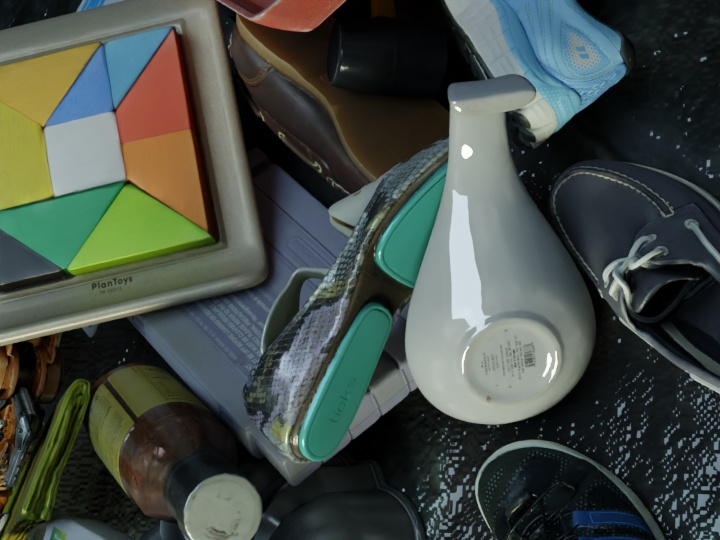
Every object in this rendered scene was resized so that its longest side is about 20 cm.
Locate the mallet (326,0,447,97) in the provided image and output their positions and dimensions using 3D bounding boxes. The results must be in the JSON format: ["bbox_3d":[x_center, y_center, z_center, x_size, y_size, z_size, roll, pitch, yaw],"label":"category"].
[{"bbox_3d":[0.021,-0.179,0.964,0.041,0.065,0.201,111,168,-51],"label":"mallet"}]

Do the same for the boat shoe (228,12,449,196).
[{"bbox_3d":[-0.003,-0.081,0.955,0.200,0.070,0.071,49,147,26],"label":"boat shoe"}]

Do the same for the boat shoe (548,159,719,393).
[{"bbox_3d":[0.153,0.002,0.803,0.200,0.063,0.073,46,110,38],"label":"boat shoe"}]

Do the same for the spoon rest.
[{"bbox_3d":[0.067,-0.009,0.819,0.099,0.201,0.061,-8,32,-3],"label":"spoon rest"}]

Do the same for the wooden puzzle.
[{"bbox_3d":[-0.159,-0.066,0.963,0.184,0.037,0.201,-13,71,3],"label":"wooden puzzle"}]

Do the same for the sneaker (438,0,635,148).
[{"bbox_3d":[0.089,-0.154,0.906,0.089,0.079,0.201,-25,54,2],"label":"sneaker"}]

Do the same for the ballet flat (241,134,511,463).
[{"bbox_3d":[0.000,0.000,0.857,0.072,0.072,0.201,28,84,40],"label":"ballet flat"}]

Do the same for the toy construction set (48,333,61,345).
[{"bbox_3d":[-0.293,0.028,1.136,0.199,0.092,0.132,-9,84,37],"label":"toy construction set"}]

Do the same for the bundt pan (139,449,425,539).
[{"bbox_3d":[-0.057,0.191,0.917,0.201,0.076,0.203,-11,72,38],"label":"bundt pan"}]

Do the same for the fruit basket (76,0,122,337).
[{"bbox_3d":[-0.179,-0.082,1.079,0.200,0.093,0.186,39,104,42],"label":"fruit basket"}]

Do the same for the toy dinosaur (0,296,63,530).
[{"bbox_3d":[-0.214,0.063,1.003,0.201,0.102,0.136,-55,34,-6],"label":"toy dinosaur"}]

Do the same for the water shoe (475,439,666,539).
[{"bbox_3d":[0.112,0.150,0.788,0.072,0.079,0.200,-53,52,15],"label":"water shoe"}]

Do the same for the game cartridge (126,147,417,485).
[{"bbox_3d":[-0.050,0.022,0.946,0.129,0.038,0.200,-40,51,-10],"label":"game cartridge"}]

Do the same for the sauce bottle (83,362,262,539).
[{"bbox_3d":[-0.100,0.100,0.880,0.066,0.066,0.200,-67,22,4],"label":"sauce bottle"}]

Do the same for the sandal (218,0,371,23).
[{"bbox_3d":[-0.069,-0.186,1.047,0.200,0.043,0.076,32,99,40],"label":"sandal"}]

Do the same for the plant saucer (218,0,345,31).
[{"bbox_3d":[-0.008,-0.211,0.924,0.200,0.037,0.200,-42,29,-4],"label":"plant saucer"}]

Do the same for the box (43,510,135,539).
[{"bbox_3d":[-0.116,0.229,0.883,0.199,0.036,0.145,18,90,42],"label":"box"}]

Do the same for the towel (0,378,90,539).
[{"bbox_3d":[-0.197,0.129,1.010,0.200,0.018,0.087,136,155,-64],"label":"towel"}]
